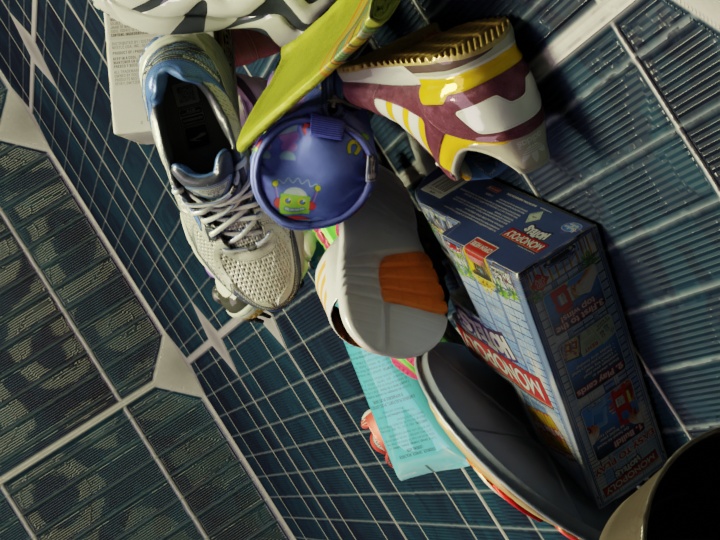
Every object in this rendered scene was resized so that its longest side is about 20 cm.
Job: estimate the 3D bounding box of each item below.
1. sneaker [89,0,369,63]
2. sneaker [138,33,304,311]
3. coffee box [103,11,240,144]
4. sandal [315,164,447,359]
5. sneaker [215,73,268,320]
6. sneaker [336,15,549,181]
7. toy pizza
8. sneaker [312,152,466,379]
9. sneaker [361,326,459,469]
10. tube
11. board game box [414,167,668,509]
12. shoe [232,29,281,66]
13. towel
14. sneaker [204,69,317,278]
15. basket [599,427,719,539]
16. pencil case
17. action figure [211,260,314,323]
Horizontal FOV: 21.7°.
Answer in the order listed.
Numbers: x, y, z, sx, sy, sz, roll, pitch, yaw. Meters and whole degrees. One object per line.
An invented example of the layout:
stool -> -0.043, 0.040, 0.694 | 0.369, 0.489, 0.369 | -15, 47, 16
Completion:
sneaker -> -0.081, -0.205, 1.176 | 0.199, 0.080, 0.130 | 18, 146, 3
sneaker -> -0.097, -0.057, 1.232 | 0.085, 0.077, 0.200 | -90, -23, -74
coffee box -> -0.136, -0.194, 1.321 | 0.113, 0.080, 0.201 | 2, -97, -87
sandal -> 0.007, 0.002, 1.265 | 0.079, 0.059, 0.207 | 21, -147, -19
sneaker -> -0.106, -0.061, 1.463 | 0.076, 0.088, 0.201 | -21, 61, 44
sneaker -> 0.047, -0.094, 1.109 | 0.090, 0.075, 0.200 | 66, 167, -12
toy pizza -> 0.110, 0.123, 1.249 | 0.200, 0.032, 0.200 | 35, -163, -12
sneaker -> 0.038, 0.001, 1.355 | 0.200, 0.084, 0.077 | 60, 154, -3
sneaker -> 0.060, 0.103, 1.453 | 0.067, 0.108, 0.201 | 55, 167, 12
tube -> 0.018, 0.061, 1.409 | 0.077, 0.050, 0.200 | -19, 93, 52
board game box -> 0.115, 0.045, 1.211 | 0.200, 0.062, 0.200 | 64, 166, -23
shoe -> -0.126, -0.205, 1.464 | 0.200, 0.091, 0.072 | 41, 159, 52
towel -> -0.018, -0.137, 1.098 | 0.018, 0.086, 0.200 | 36, 150, -12
sneaker -> -0.069, -0.074, 1.396 | 0.083, 0.200, 0.081 | 25, 148, -28
basket -> 0.203, 0.168, 1.024 | 0.180, 0.136, 0.200 | 52, 171, 1
pencil case -> -0.027, -0.095, 1.236 | 0.078, 0.087, 0.200 | 20, -159, -6
action figure -> -0.034, -0.031, 1.517 | 0.200, 0.102, 0.119 | -26, 71, 43
